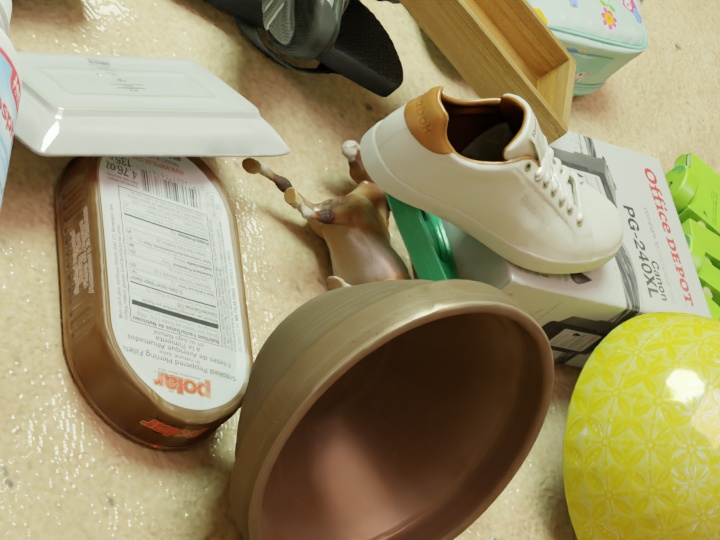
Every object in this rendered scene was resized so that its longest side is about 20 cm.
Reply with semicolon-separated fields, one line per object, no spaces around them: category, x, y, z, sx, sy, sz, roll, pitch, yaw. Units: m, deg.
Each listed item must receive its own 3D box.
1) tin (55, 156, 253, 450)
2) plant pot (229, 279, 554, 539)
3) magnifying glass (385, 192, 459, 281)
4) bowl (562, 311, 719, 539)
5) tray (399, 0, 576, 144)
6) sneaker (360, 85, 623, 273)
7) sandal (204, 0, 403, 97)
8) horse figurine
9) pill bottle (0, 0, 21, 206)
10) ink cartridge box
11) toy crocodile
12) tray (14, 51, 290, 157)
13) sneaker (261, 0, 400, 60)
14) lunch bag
tin;-0.117;0.006;1.294;0.112;0.042;0.200;15;51;-33
plant pot;0.001;0.075;1.262;0.201;0.201;0.093;4;31;-45
magnifying glass;0.052;0.018;1.413;0.080;0.022;0.200;40;29;-69
bowl;0.236;0.122;1.453;0.200;0.108;0.201;5;82;-41
tray;0.066;-0.177;1.475;0.200;0.037;0.099;49;27;-21
sneaker;0.102;-0.057;1.402;0.200;0.085;0.073;19;48;-34
sandal;-0.060;-0.173;1.500;0.200;0.043;0.076;29;35;-14
horse figurine;0.000;0.000;1.402;0.132;0.050;0.200;18;42;-55
pill bottle;-0.234;-0.073;1.174;0.109;0.109;0.200;29;44;-28
ink cartridge box;0.131;-0.018;1.533;0.200;0.083;0.146;12;53;-39
toy crocodile;0.244;-0.015;1.678;0.067;0.062;0.200;34;36;-22
tray;-0.139;-0.101;1.328;0.200;0.022;0.107;-3;33;-48
sneaker;-0.002;-0.192;1.473;0.115;0.075;0.200;24;36;-25
lunch bag;0.117;-0.212;1.679;0.200;0.077;0.161;6;58;-44
